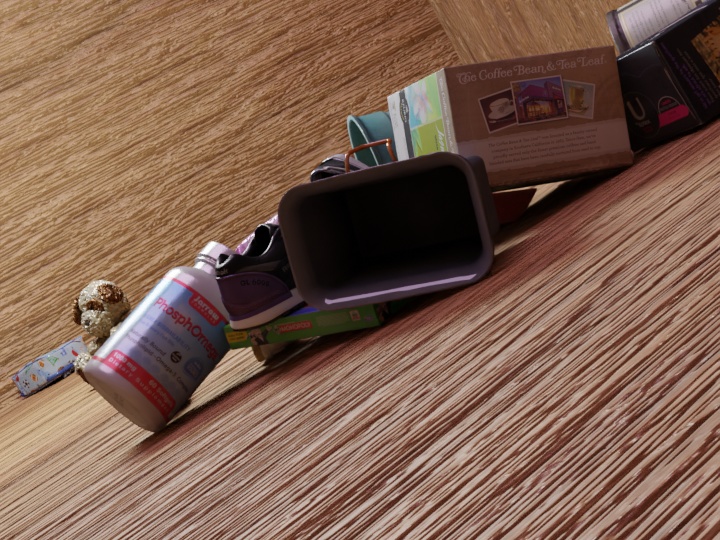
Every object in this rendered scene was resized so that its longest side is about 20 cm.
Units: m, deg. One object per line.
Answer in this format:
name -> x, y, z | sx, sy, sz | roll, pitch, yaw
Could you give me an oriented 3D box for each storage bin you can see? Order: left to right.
storage bin -> 0.038, -0.057, 1.242 | 0.199, 0.146, 0.134 | -12, 9, 21

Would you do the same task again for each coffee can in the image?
coffee can -> 0.439, -0.316, 1.639 | 0.199, 0.147, 0.146 | -27, 6, 23

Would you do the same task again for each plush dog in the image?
plush dog -> -0.449, 0.096, 2.328 | 0.160, 0.172, 0.200 | -34, 6, -41

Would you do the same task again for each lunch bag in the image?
lunch bag -> -0.776, 0.241, 3.219 | 0.200, 0.076, 0.160 | -26, 4, 37

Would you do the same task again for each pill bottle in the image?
pill bottle -> -0.196, 0.068, 1.377 | 0.200, 0.109, 0.109 | -51, 13, -20

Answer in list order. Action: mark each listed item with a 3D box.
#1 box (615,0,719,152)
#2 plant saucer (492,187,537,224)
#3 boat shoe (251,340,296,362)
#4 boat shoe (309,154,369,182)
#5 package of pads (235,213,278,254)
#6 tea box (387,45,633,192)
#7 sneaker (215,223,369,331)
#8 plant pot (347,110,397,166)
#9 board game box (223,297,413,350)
box -> 0.375, -0.230, 1.405 | 0.200, 0.106, 0.122 | -33, 5, -26
plant saucer -> 0.080, -0.060, 1.460 | 0.199, 0.037, 0.200 | -8, 2, -13
boat shoe -> -0.090, 0.047, 1.498 | 0.069, 0.071, 0.200 | -17, 21, 5
boat shoe -> 0.029, -0.093, 1.640 | 0.068, 0.199, 0.074 | -39, -25, -61
package of pads -> -0.054, -0.032, 1.676 | 0.120, 0.076, 0.200 | -29, -16, 35
tea box -> 0.159, -0.156, 1.402 | 0.199, 0.134, 0.197 | -10, 0, -15
sneaker -> -0.064, -0.017, 1.322 | 0.200, 0.088, 0.076 | -31, 16, -39
plant pot -> 0.107, -0.174, 1.928 | 0.195, 0.201, 0.200 | -21, 5, -7
board game box -> -0.029, 0.032, 1.332 | 0.199, 0.029, 0.134 | -11, 15, 37
